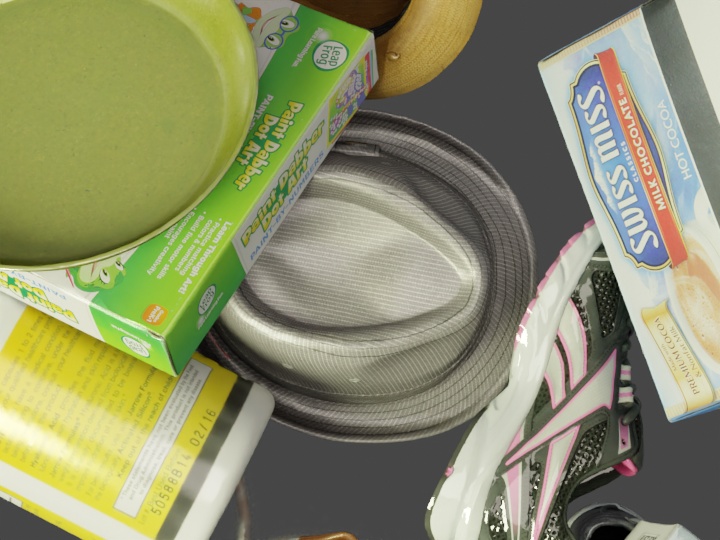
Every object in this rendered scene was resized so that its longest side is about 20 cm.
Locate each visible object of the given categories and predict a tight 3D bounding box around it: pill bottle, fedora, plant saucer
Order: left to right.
[{"bbox_3d":[-0.153,0.067,1.144,0.200,0.111,0.112,27,85,-2],"label":"pill bottle"},{"bbox_3d":[-0.146,-0.078,1.092,0.199,0.031,0.201,-3,59,4],"label":"plant saucer"},{"bbox_3d":[-0.014,-0.186,1.169,0.201,0.201,0.082,44,43,0],"label":"fedora"},{"bbox_3d":[0.000,0.000,1.169,0.199,0.090,0.177,17,86,-3],"label":"fedora"}]

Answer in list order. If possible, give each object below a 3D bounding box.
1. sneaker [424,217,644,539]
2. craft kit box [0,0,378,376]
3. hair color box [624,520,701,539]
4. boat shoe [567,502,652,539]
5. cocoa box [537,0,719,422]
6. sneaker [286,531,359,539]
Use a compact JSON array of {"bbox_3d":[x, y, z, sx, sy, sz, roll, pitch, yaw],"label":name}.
[{"bbox_3d":[0.113,0.069,1.166,0.086,0.080,0.200,26,79,10],"label":"sneaker"},{"bbox_3d":[-0.123,-0.072,1.128,0.197,0.049,0.200,24,64,21],"label":"craft kit box"},{"bbox_3d":[0.106,0.217,1.090,0.061,0.099,0.200,38,84,0],"label":"hair color box"},{"bbox_3d":[0.191,0.192,1.181,0.200,0.068,0.072,41,85,0],"label":"boat shoe"},{"bbox_3d":[0.203,-0.044,1.135,0.133,0.131,0.201,-11,79,-46],"label":"cocoa box"},{"bbox_3d":[-0.073,0.178,1.107,0.200,0.085,0.073,-30,82,-43],"label":"sneaker"}]
